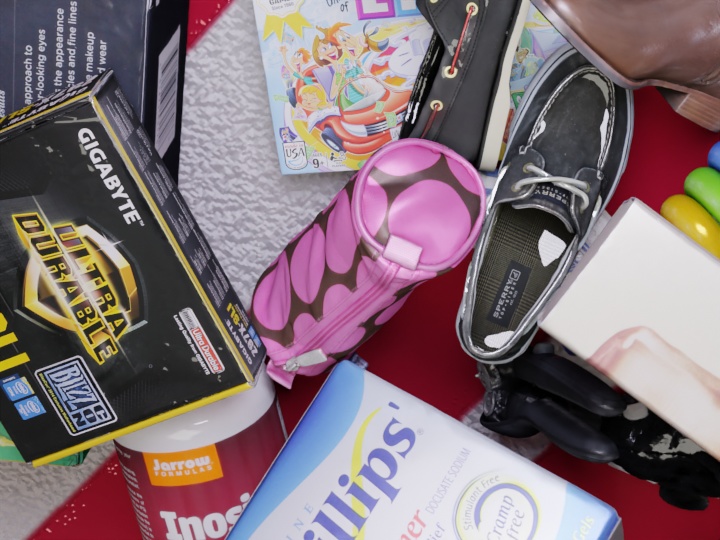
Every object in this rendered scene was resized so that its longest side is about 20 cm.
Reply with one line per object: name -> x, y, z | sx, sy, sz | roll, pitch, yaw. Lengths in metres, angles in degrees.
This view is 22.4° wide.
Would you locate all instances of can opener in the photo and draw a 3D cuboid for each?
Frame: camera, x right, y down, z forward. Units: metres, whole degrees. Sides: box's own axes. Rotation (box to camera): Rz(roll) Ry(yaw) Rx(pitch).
can opener -> 0.121, 0.077, 1.110 | 0.079, 0.200, 0.063 | -2, 91, -9

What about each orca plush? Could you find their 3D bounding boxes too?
orca plush -> 0.244, 0.137, 1.178 | 0.200, 0.071, 0.105 | 27, 117, -4

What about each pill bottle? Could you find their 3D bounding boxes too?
pill bottle -> -0.103, 0.123, 1.206 | 0.113, 0.113, 0.200 | -8, 115, 13

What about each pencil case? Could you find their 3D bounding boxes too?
pencil case -> 0.000, 0.000, 1.093 | 0.091, 0.094, 0.200 | 36, 148, -3

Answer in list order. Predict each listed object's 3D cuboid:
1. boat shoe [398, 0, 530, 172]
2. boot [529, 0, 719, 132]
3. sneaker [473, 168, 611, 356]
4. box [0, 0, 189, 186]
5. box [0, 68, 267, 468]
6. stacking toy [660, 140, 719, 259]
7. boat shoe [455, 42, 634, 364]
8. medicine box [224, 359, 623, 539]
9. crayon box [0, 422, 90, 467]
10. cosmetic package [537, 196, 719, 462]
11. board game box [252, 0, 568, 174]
boat shoe -> 0.063, -0.149, 1.025 | 0.063, 0.074, 0.201 | 9, 122, -4
boot -> 0.204, -0.184, 0.982 | 0.186, 0.064, 0.200 | 17, 120, -46
sneaker -> 0.126, 0.003, 1.111 | 0.200, 0.075, 0.088 | 19, 77, 1
box -> -0.213, -0.119, 1.102 | 0.200, 0.117, 0.197 | 9, 118, 4
box -> -0.171, 0.003, 1.064 | 0.160, 0.049, 0.200 | -20, 111, 19
stacking toy -> 0.209, -0.031, 1.055 | 0.200, 0.085, 0.085 | -39, 106, 0
boat shoe -> 0.110, -0.036, 1.047 | 0.072, 0.071, 0.200 | 17, 95, 1
medicine box -> 0.031, 0.187, 1.107 | 0.200, 0.103, 0.182 | 28, 76, 17
crayon box -> -0.265, 0.067, 1.203 | 0.200, 0.119, 0.058 | 5, 117, 7
cosmetic package -> 0.199, 0.054, 0.977 | 0.200, 0.103, 0.087 | 38, 95, 4
board game box -> 0.041, -0.131, 1.100 | 0.200, 0.034, 0.134 | -4, 115, 12
